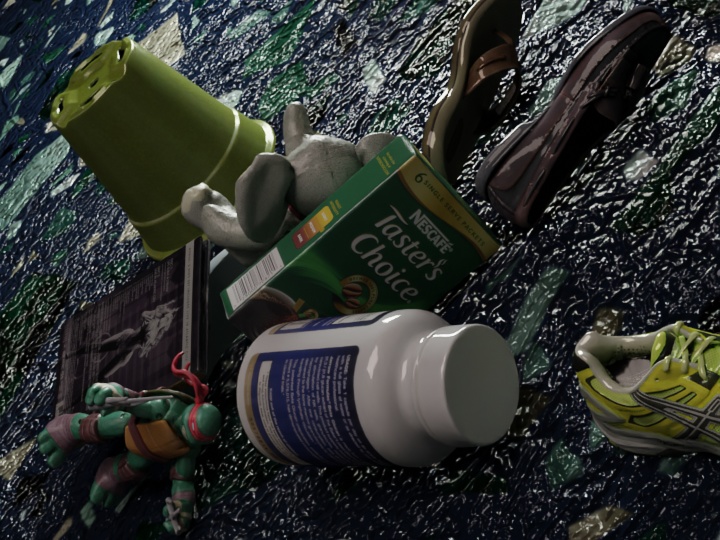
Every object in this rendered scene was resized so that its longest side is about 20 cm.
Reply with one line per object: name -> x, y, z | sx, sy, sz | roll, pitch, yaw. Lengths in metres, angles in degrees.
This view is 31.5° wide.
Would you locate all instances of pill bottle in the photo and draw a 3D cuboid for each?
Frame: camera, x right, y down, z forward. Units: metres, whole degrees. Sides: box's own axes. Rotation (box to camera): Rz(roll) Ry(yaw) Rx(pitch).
pill bottle -> 0.012, 0.086, 0.920 | 0.199, 0.111, 0.111 | -8, 48, 45

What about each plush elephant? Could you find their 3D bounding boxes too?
plush elephant -> -0.049, -0.068, 1.107 | 0.200, 0.164, 0.155 | 57, 143, 42

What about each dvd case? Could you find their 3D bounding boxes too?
dvd case -> -0.212, 0.071, 1.171 | 0.200, 0.016, 0.149 | -30, 45, 29

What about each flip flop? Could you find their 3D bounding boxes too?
flip flop -> 0.109, -0.159, 1.119 | 0.057, 0.081, 0.201 | 6, 59, 32

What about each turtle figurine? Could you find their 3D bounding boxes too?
turtle figurine -> -0.177, 0.146, 1.067 | 0.200, 0.150, 0.101 | -19, 16, 43

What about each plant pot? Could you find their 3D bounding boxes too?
plant pot -> -0.227, -0.145, 1.383 | 0.200, 0.190, 0.201 | -29, 36, 24

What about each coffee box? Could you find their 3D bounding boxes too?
coffee box -> 0.000, 0.000, 1.021 | 0.200, 0.123, 0.044 | -40, 31, 8

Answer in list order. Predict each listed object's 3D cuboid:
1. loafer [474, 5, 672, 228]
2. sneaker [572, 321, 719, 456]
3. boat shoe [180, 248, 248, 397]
loafer -> 0.179, -0.116, 1.006 | 0.200, 0.072, 0.063 | -47, 51, 11
sneaker -> 0.209, 0.070, 0.741 | 0.199, 0.076, 0.076 | -9, 46, 43
boat shoe -> -0.170, 0.058, 1.200 | 0.091, 0.071, 0.201 | 8, 63, 48
